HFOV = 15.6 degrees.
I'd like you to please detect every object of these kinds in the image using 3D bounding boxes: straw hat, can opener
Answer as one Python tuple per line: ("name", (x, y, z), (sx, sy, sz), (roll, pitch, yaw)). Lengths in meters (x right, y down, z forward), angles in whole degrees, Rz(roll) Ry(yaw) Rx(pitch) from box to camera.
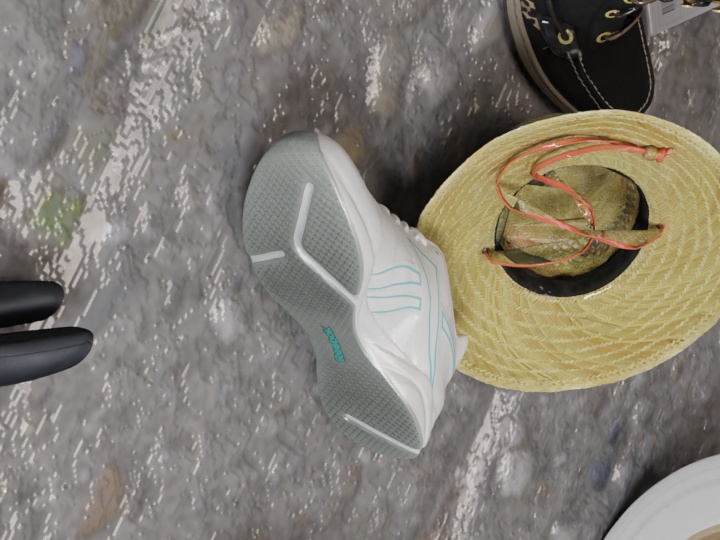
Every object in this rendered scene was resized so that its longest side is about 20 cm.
("straw hat", (0.109, -0.035, 1.393), (0.201, 0.201, 0.085), (50, 19, -41))
("can opener", (-0.195, 0.034, 1.103), (0.200, 0.079, 0.063), (-20, 74, -48))

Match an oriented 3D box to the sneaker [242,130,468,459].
("sneaker", (0.000, 0.000, 1.304), (0.080, 0.070, 0.200), (-55, 141, -34))

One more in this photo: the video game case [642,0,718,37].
("video game case", (0.215, -0.231, 1.527), (0.200, 0.018, 0.143), (-26, 116, -42))

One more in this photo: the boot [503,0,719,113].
("boot", (0.149, -0.151, 1.368), (0.073, 0.151, 0.200), (-47, 129, -31))

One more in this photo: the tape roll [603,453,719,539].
("tape roll", (0.241, 0.221, 1.511), (0.139, 0.203, 0.203), (38, 69, -46))
